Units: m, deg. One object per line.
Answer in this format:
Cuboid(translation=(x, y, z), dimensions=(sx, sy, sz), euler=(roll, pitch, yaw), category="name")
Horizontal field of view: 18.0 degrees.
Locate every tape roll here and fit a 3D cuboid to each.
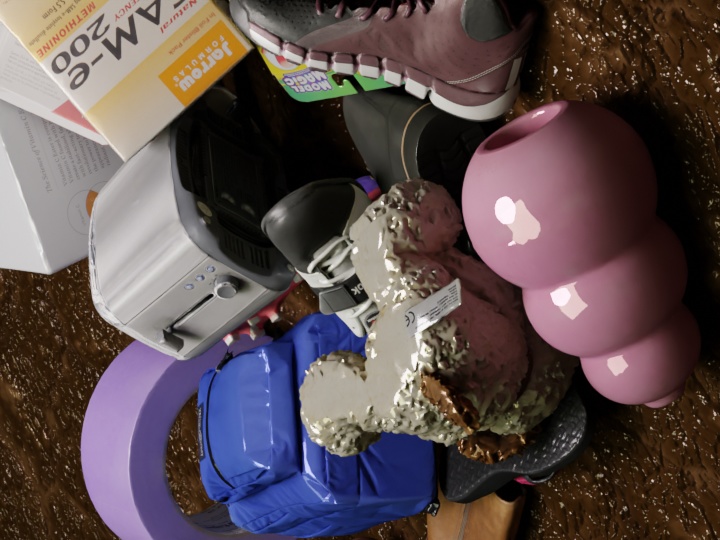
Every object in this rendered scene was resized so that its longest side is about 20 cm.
Cuboid(translation=(-0.125, 0.146, 1.877), dimensions=(0.085, 0.199, 0.201), euler=(10, 122, 54), category="tape roll")

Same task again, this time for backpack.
Cuboid(translation=(-0.045, 0.119, 1.756), dimensions=(0.200, 0.167, 0.164), euler=(145, 129, -64), category="backpack")

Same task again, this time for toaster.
Cuboid(translation=(-0.128, -0.032, 1.672), dimensions=(0.129, 0.113, 0.201), euler=(-41, 37, 27), category="toaster")

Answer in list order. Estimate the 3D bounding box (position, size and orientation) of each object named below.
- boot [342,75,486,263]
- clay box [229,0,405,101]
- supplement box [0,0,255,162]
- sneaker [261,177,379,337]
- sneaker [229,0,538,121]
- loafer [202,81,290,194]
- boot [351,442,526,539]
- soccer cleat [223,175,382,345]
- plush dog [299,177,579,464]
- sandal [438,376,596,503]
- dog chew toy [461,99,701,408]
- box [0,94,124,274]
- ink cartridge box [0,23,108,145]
Cuboid(translation=(0.048, -0.040, 1.603), dimensions=(0.138, 0.077, 0.201), euler=(35, 138, 56), category="boot")
Cuboid(translation=(-0.042, -0.210, 1.541), dimensions=(0.114, 0.048, 0.201), euler=(-6, 128, 38), category="clay box")
Cuboid(translation=(-0.183, -0.194, 1.601), dimensions=(0.200, 0.126, 0.074), euler=(48, -174, -7), category="supplement box")
Cuboid(translation=(0.000, 0.000, 1.606), dimensions=(0.089, 0.074, 0.200), euler=(61, -168, 28), category="sneaker")
Cuboid(translation=(0.022, -0.180, 1.456), dimensions=(0.199, 0.076, 0.116), euler=(17, 130, -7), category="sneaker")
Cuboid(translation=(-0.091, -0.066, 1.784), dimensions=(0.068, 0.076, 0.201), euler=(14, 135, 51), category="loafer")
Cuboid(translation=(0.051, 0.207, 1.789), dimensions=(0.188, 0.068, 0.201), euler=(39, 141, 43), category="boot")
Cuboid(translation=(-0.056, -0.021, 1.713), dimensions=(0.200, 0.067, 0.077), euler=(-42, 72, 34), category="soccer cleat")
Cuboid(translation=(0.078, 0.053, 1.501), dimensions=(0.160, 0.171, 0.201), euler=(35, 116, 42), category="plush dog")
Cuboid(translation=(0.119, 0.122, 1.624), dimensions=(0.200, 0.045, 0.076), euler=(145, 133, -59), category="sandal")
Cuboid(translation=(0.148, -0.004, 1.420), dimensions=(0.124, 0.124, 0.201), euler=(-8, 116, 59), category="dog chew toy")
Cuboid(translation=(-0.213, -0.107, 1.806), dimensions=(0.106, 0.199, 0.153), euler=(5, 117, 56), category="box")
Cuboid(translation=(-0.196, -0.208, 1.692), dimensions=(0.116, 0.201, 0.067), euler=(25, 174, -19), category="ink cartridge box")
